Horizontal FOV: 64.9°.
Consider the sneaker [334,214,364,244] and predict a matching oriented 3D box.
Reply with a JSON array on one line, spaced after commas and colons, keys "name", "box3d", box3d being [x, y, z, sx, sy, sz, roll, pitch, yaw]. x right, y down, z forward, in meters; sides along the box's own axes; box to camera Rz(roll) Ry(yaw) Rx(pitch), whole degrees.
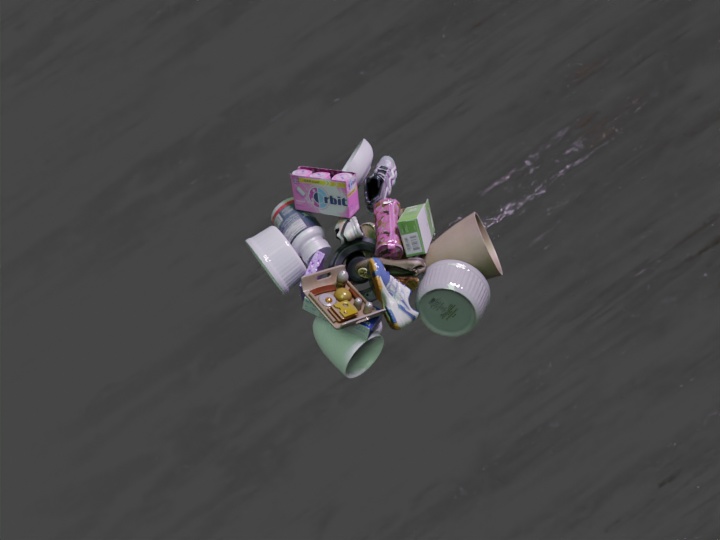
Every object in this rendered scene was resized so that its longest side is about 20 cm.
[{"name": "sneaker", "box3d": [-0.046, -0.136, 1.678, 0.079, 0.200, 0.074, -27, 111, 2]}]

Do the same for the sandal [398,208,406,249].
[{"name": "sandal", "box3d": [0.117, -0.081, 1.677, 0.080, 0.054, 0.202, 7, 83, 23]}]

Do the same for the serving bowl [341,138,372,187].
[{"name": "serving bowl", "box3d": [-0.018, -0.298, 1.731, 0.066, 0.200, 0.201, 32, 79, -10]}]

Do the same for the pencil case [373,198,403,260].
[{"name": "pencil case", "box3d": [0.077, -0.113, 1.586, 0.082, 0.087, 0.201, -18, 46, 20]}]

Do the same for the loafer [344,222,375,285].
[{"name": "loafer", "box3d": [0.003, -0.057, 1.691, 0.075, 0.068, 0.202, 12, 74, 16]}]

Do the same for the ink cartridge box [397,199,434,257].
[{"name": "ink cartridge box", "box3d": [0.161, -0.123, 1.603, 0.059, 0.200, 0.105, -10, 109, 19]}]

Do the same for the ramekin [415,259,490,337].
[{"name": "ramekin", "box3d": [0.239, 0.083, 1.506, 0.198, 0.202, 0.105, 11, 36, 16]}]

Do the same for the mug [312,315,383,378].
[{"name": "mug", "box3d": [-0.027, 0.175, 1.589, 0.199, 0.149, 0.175, -30, 55, -32]}]

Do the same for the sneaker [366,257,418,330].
[{"name": "sneaker", "box3d": [0.085, 0.053, 1.499, 0.087, 0.075, 0.202, -23, 89, -15]}]

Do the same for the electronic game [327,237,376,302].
[{"name": "electronic game", "box3d": [0.000, 0.000, 1.616, 0.198, 0.042, 0.202, -6, 71, 16]}]

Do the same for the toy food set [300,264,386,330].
[{"name": "toy food set", "box3d": [-0.046, 0.065, 1.483, 0.143, 0.061, 0.200, -16, 45, -34]}]

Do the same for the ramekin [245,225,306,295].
[{"name": "ramekin", "box3d": [-0.244, -0.034, 1.675, 0.097, 0.201, 0.201, -36, 67, -9]}]

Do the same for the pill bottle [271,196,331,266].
[{"name": "pill bottle", "box3d": [-0.176, -0.114, 1.726, 0.119, 0.120, 0.201, -36, 68, -1]}]

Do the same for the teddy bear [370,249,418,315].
[{"name": "teddy bear", "box3d": [0.099, 0.034, 1.611, 0.144, 0.067, 0.202, 24, 94, 21]}]

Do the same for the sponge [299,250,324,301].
[{"name": "sponge", "box3d": [-0.138, 0.023, 1.628, 0.030, 0.200, 0.112, 23, 75, 3]}]

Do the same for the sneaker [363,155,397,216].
[{"name": "sneaker", "box3d": [0.058, -0.279, 1.716, 0.077, 0.140, 0.202, 8, 74, 14]}]

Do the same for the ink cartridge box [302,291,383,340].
[{"name": "ink cartridge box", "box3d": [-0.047, 0.105, 1.519, 0.199, 0.045, 0.094, 24, 36, 14]}]

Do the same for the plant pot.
[{"name": "plant pot", "box3d": [0.265, -0.036, 1.577, 0.199, 0.187, 0.189, -24, 67, 18]}]

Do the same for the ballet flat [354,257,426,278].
[{"name": "ballet flat", "box3d": [0.080, -0.001, 1.531, 0.198, 0.068, 0.047, -2, 52, 12]}]

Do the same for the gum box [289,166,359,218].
[{"name": "gum box", "box3d": [-0.108, -0.230, 1.646, 0.198, 0.114, 0.066, 11, 36, 25]}]
